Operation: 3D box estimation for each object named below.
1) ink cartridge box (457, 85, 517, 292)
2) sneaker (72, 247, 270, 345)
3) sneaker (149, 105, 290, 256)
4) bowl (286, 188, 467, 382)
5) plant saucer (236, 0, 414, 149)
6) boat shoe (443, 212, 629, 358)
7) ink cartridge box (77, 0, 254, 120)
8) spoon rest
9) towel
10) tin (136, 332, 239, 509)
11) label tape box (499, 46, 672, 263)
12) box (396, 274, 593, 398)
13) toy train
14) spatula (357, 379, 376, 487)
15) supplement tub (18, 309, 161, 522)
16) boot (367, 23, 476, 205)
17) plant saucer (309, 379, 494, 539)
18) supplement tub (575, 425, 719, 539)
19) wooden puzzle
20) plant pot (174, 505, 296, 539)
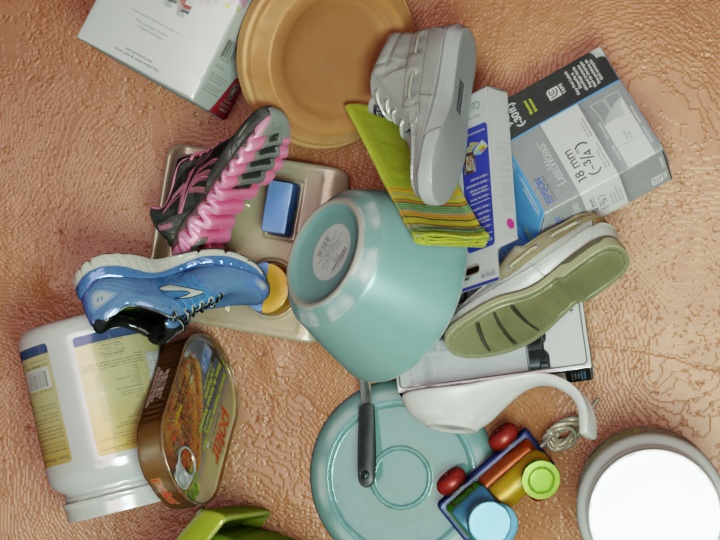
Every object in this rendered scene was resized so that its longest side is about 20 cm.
[{"bbox_3d":[0.112,-0.075,1.671,0.094,0.037,0.202,-20,65,49],"label":"ink cartridge box"},{"bbox_3d":[-0.185,0.034,1.670,0.198,0.079,0.090,-4,61,-22],"label":"sneaker"},{"bbox_3d":[-0.150,-0.098,1.696,0.096,0.079,0.200,49,115,26],"label":"sneaker"},{"bbox_3d":[0.000,0.000,1.653,0.104,0.200,0.202,23,91,-35],"label":"bowl"},{"bbox_3d":[-0.028,-0.220,1.696,0.198,0.037,0.202,-9,112,-25],"label":"plant saucer"},{"bbox_3d":[0.167,0.015,1.641,0.199,0.075,0.069,-29,43,8],"label":"boat shoe"},{"bbox_3d":[-0.168,-0.284,1.721,0.144,0.145,0.201,29,91,10],"label":"ink cartridge box"},{"bbox_3d":[0.137,0.131,1.651,0.198,0.099,0.061,2,76,23],"label":"spoon rest"},{"bbox_3d":[0.055,-0.098,1.651,0.018,0.085,0.201,-61,40,36],"label":"towel"},{"bbox_3d":[-0.173,0.153,1.690,0.042,0.201,0.112,-20,124,25],"label":"tin"},{"bbox_3d":[0.192,-0.112,1.680,0.199,0.063,0.145,-29,58,5],"label":"label tape box"},{"bbox_3d":[0.132,0.062,1.697,0.198,0.060,0.118,-7,73,7],"label":"box"},{"bbox_3d":[0.173,0.195,1.655,0.200,0.116,0.085,-40,96,-4],"label":"toy train"},{"bbox_3d":[0.004,0.123,1.721,0.056,0.021,0.202,-10,76,25],"label":"spatula"},{"bbox_3d":[-0.264,0.148,1.719,0.143,0.144,0.202,-14,86,7],"label":"supplement tub"},{"bbox_3d":[0.053,-0.152,1.646,0.095,0.074,0.202,-2,59,24],"label":"boot"},{"bbox_3d":[0.043,0.214,1.732,0.198,0.027,0.202,0,88,9],"label":"plant saucer"},{"bbox_3d":[0.280,0.227,1.610,0.143,0.200,0.147,0,88,8],"label":"supplement tub"},{"bbox_3d":[-0.123,-0.030,1.755,0.198,0.046,0.187,10,89,8],"label":"wooden puzzle"},{"bbox_3d":[-0.122,0.348,1.669,0.181,0.199,0.200,41,94,13],"label":"plant pot"}]
